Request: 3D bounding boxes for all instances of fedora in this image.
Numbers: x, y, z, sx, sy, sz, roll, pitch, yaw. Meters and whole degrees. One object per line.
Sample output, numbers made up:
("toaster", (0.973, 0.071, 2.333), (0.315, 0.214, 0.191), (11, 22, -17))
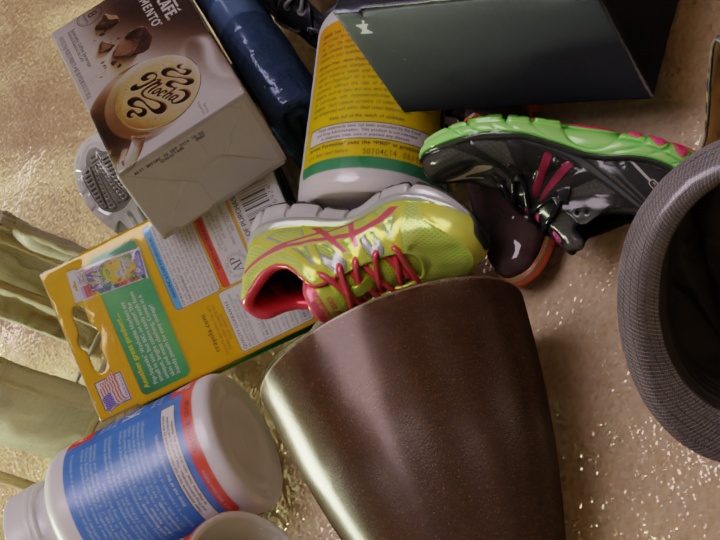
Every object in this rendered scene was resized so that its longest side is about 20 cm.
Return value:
("fedora", (0.234, 0.004, 1.136), (0.175, 0.202, 0.090), (-10, 21, 7))

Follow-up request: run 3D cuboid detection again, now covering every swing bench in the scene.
("swing bench", (-0.268, 0.075, 1.590), (0.129, 0.198, 0.202), (-5, 67, 45))

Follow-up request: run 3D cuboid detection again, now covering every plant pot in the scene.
("plant pot", (0.055, 0.138, 1.249), (0.186, 0.186, 0.202), (-36, 63, 29))

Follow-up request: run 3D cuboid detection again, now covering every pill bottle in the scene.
("pill bottle", (-0.168, 0.167, 1.471), (0.199, 0.112, 0.113), (-27, 52, 17))
("pill bottle", (0.019, -0.132, 1.449), (0.112, 0.112, 0.202), (-14, 62, 43))

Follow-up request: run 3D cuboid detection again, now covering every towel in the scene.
("towel", (-0.080, -0.176, 1.544), (0.048, 0.112, 0.201), (-32, 61, 3))

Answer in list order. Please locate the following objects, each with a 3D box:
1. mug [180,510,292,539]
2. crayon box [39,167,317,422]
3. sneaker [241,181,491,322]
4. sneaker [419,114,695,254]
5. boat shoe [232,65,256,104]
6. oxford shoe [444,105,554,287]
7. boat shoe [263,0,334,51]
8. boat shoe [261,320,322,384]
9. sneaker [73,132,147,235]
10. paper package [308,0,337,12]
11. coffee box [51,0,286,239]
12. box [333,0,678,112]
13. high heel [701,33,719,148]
("mug", (-0.139, 0.287, 1.405), (0.199, 0.133, 0.179), (-29, 50, 39))
("crayon box", (-0.128, 0.017, 1.485), (0.198, 0.052, 0.127), (-25, 84, 7))
("sneaker", (0.000, 0.000, 1.360), (0.198, 0.078, 0.091), (-9, 42, 33))
("sneaker", (0.127, -0.056, 1.287), (0.198, 0.077, 0.085), (10, 90, 24))
("boat shoe", (-0.096, -0.081, 1.576), (0.067, 0.072, 0.201), (-28, 52, 18))
("oxford shoe", (0.090, -0.081, 1.377), (0.071, 0.072, 0.202), (-32, 50, 33))
("boat shoe", (-0.040, -0.222, 1.589), (0.072, 0.067, 0.200), (-58, 41, 8))
("boat shoe", (-0.011, 0.056, 1.416), (0.199, 0.076, 0.072), (-23, 57, 40))
("sneaker", (-0.149, -0.028, 1.588), (0.077, 0.099, 0.202), (-24, 90, 34))
("paper package", (-0.020, -0.337, 1.487), (0.190, 0.201, 0.104), (-36, 43, -6))
("coffee box", (-0.148, -0.133, 1.489), (0.112, 0.080, 0.201), (-31, 44, 1))
("box", (0.113, -0.223, 1.327), (0.195, 0.118, 0.202), (0, 56, 32))
("high heel", (0.207, -0.055, 1.182), (0.071, 0.142, 0.201), (43, 104, 41))
